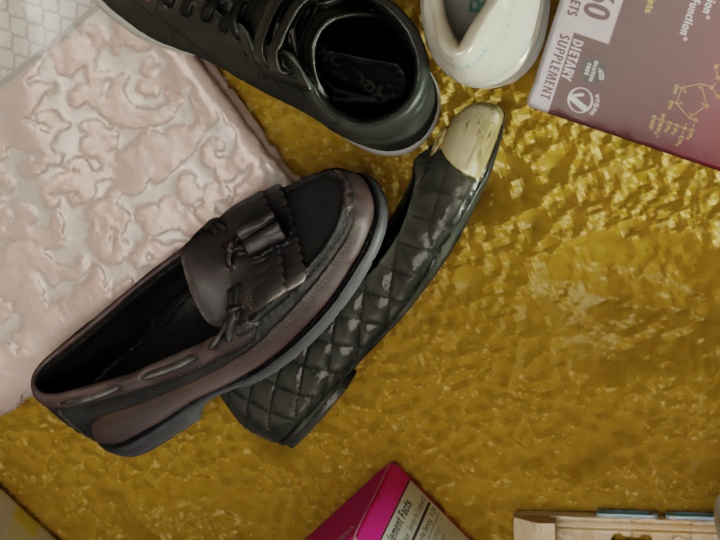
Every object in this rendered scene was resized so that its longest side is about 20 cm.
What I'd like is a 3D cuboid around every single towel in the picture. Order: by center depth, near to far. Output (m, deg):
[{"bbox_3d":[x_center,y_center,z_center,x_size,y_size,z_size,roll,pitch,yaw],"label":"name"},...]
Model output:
[{"bbox_3d":[-0.157,-0.055,1.129,0.199,0.032,0.192,-34,97,18],"label":"towel"}]

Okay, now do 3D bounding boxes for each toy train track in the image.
[{"bbox_3d":[0.170,0.133,1.120,0.198,0.033,0.116,1,106,11],"label":"toy train track"}]

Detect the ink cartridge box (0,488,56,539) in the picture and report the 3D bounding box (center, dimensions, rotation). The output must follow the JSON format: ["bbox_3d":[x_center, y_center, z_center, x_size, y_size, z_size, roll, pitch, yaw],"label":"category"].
[{"bbox_3d":[-0.197,0.177,1.144,0.200,0.145,0.083,44,110,-3],"label":"ink cartridge box"}]

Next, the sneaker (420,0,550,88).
[{"bbox_3d":[0.050,-0.181,1.011,0.075,0.088,0.202,-3,90,14],"label":"sneaker"}]

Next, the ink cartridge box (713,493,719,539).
[{"bbox_3d":[0.277,0.146,1.073,0.199,0.050,0.162,-18,115,12],"label":"ink cartridge box"}]

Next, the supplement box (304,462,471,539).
[{"bbox_3d":[0.042,0.207,1.130,0.200,0.103,0.101,45,110,-2],"label":"supplement box"}]

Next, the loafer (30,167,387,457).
[{"bbox_3d":[-0.072,0.018,1.090,0.063,0.072,0.200,25,127,-39],"label":"loafer"}]

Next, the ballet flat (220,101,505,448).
[{"bbox_3d":[0.000,0.000,1.096,0.057,0.067,0.200,36,109,-3],"label":"ballet flat"}]

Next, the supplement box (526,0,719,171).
[{"bbox_3d":[0.184,-0.095,1.038,0.199,0.061,0.110,18,108,4],"label":"supplement box"}]

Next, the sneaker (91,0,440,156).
[{"bbox_3d":[-0.047,-0.120,1.045,0.199,0.099,0.071,30,85,-3],"label":"sneaker"}]
